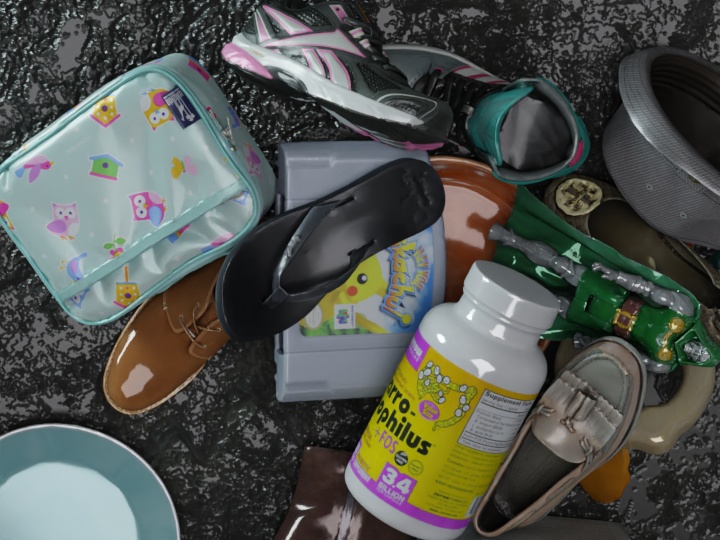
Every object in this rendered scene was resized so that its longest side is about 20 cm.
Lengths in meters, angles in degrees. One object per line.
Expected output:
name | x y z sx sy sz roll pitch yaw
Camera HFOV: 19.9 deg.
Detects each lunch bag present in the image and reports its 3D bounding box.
lunch bag | -0.169 -0.059 1.568 0.200 0.077 0.161 -32 94 18

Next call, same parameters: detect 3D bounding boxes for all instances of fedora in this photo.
fedora | 0.264 -0.080 1.583 0.200 0.177 0.090 32 125 -10

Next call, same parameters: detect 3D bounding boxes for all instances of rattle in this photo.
rattle | 0.237 0.071 1.648 0.130 0.143 0.201 2 56 30

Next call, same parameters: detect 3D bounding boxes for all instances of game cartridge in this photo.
game cartridge | 0.000 0.000 1.582 0.133 0.040 0.201 -3 100 -21

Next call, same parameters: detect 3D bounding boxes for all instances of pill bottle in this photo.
pill bottle | 0.074 0.096 1.548 0.104 0.104 0.201 25 104 -6

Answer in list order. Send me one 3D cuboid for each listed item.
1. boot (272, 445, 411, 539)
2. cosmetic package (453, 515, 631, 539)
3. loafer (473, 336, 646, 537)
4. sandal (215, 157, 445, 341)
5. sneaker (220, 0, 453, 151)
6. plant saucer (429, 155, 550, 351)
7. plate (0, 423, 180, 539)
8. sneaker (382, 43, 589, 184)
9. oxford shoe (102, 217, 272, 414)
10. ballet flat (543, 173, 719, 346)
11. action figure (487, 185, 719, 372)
boot | -0.053 0.224 1.656 0.199 0.072 0.167 5 87 -2
cosmetic package | 0.132 0.293 1.597 0.166 0.200 0.168 6 98 -4
loafer | 0.149 0.134 1.551 0.072 0.063 0.200 41 130 13
sandal | -0.024 -0.020 1.530 0.200 0.043 0.076 -36 107 -9
sneaker | -0.013 -0.161 1.549 0.200 0.080 0.087 26 87 25
plant saucer | 0.063 0.008 1.634 0.199 0.032 0.201 -1 99 -4
plate | -0.244 0.219 1.655 0.199 0.026 0.201 -1 98 -3
sneaker | 0.086 -0.119 1.568 0.199 0.121 0.084 18 94 -5
oxford shoe | -0.130 0.038 1.610 0.071 0.071 0.200 43 95 -10
ballet flat | 0.224 -0.011 1.585 0.200 0.046 0.067 42 74 16
action figure | 0.184 0.025 1.564 0.199 0.055 0.119 24 112 19
